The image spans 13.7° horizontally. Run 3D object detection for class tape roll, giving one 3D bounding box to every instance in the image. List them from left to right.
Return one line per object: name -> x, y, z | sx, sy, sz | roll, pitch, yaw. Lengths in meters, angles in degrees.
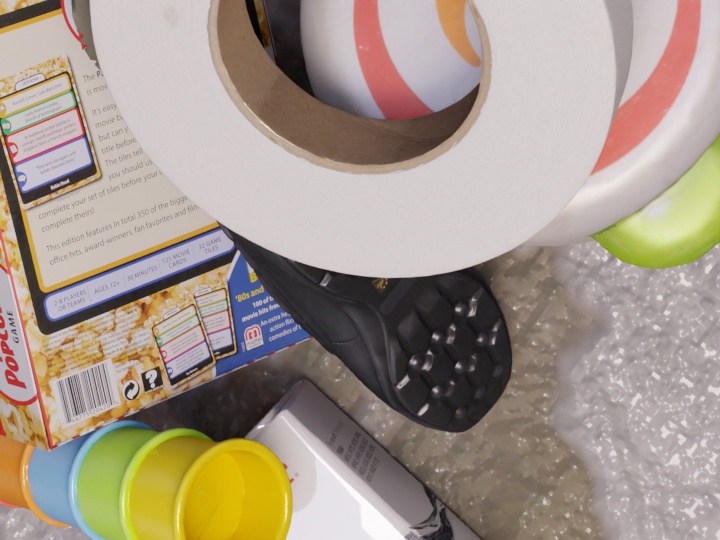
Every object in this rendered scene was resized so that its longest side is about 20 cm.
tape roll -> -0.001, -0.090, 1.090 | 0.202, 0.037, 0.204 | 9, 126, 13

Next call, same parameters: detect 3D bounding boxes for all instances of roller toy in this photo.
roller toy -> 0.074, -0.104, 1.221 | 0.181, 0.140, 0.201 | 4, 90, 10

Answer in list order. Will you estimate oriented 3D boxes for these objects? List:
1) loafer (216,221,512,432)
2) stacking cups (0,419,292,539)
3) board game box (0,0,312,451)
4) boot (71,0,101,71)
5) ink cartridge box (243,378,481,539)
loafer -> 0.000, 0.000, 1.252 | 0.068, 0.070, 0.201 | -49, 135, -5
stacking cups -> -0.113, 0.083, 1.260 | 0.200, 0.060, 0.061 | 12, 105, 48
board game box -> -0.100, -0.046, 1.243 | 0.151, 0.046, 0.201 | -22, 109, -32
boot -> -0.011, -0.140, 1.125 | 0.199, 0.073, 0.182 | 6, 133, 9
ink cartridge box -> -0.006, 0.168, 1.304 | 0.200, 0.084, 0.145 | 43, 101, -2
